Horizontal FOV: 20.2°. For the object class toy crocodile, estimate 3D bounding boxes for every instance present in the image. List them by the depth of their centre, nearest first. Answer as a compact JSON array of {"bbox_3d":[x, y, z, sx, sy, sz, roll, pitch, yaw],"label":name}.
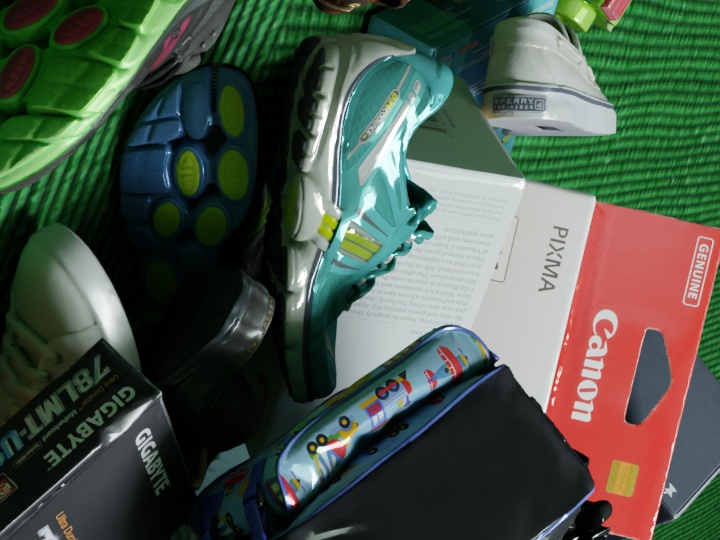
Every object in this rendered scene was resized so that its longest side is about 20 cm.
[{"bbox_3d":[0.146,-0.197,1.286,0.068,0.062,0.200,-57,158,-3],"label":"toy crocodile"}]

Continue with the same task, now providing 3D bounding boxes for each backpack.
[{"bbox_3d":[-0.002,0.136,1.004,0.182,0.135,0.200,-34,177,-31],"label":"backpack"}]

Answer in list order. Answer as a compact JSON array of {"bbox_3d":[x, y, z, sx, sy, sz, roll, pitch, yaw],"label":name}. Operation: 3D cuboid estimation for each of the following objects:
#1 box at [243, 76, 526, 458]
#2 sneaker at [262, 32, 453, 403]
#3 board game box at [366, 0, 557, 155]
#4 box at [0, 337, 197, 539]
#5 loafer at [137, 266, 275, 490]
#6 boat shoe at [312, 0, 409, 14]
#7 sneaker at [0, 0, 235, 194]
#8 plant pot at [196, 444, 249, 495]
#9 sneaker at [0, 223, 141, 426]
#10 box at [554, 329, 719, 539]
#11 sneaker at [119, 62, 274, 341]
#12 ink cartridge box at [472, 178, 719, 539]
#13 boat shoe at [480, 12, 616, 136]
[{"bbox_3d":[0.000,0.000,1.112,0.097,0.124,0.200,8,119,-21],"label":"box"},{"bbox_3d":[-0.003,-0.018,0.982,0.078,0.080,0.200,-103,-158,-56],"label":"sneaker"},{"bbox_3d":[0.043,-0.081,1.237,0.151,0.047,0.200,-32,146,-48],"label":"board game box"},{"bbox_3d":[-0.164,0.152,0.949,0.198,0.050,0.200,-40,155,-18],"label":"box"},{"bbox_3d":[-0.079,0.058,1.026,0.200,0.072,0.073,-43,-158,58],"label":"loafer"},{"bbox_3d":[-0.001,-0.158,0.991,0.070,0.070,0.200,-67,165,12],"label":"boat shoe"},{"bbox_3d":[-0.103,-0.099,0.876,0.200,0.077,0.084,-48,152,-21],"label":"sneaker"},{"bbox_3d":[-0.001,0.207,1.271,0.196,0.200,0.197,-53,159,-39],"label":"plant pot"},{"bbox_3d":[-0.158,0.072,0.981,0.085,0.073,0.200,-26,137,-34],"label":"sneaker"},{"bbox_3d":[0.118,0.082,1.319,0.104,0.200,0.182,-40,-178,-36],"label":"box"},{"bbox_3d":[-0.078,-0.032,1.042,0.200,0.071,0.083,92,16,-47],"label":"sneaker"},{"bbox_3d":[0.111,0.051,1.195,0.045,0.176,0.200,-49,152,-86],"label":"ink cartridge box"},{"bbox_3d":[0.109,-0.115,1.184,0.200,0.071,0.070,0,92,-74],"label":"boat shoe"}]
